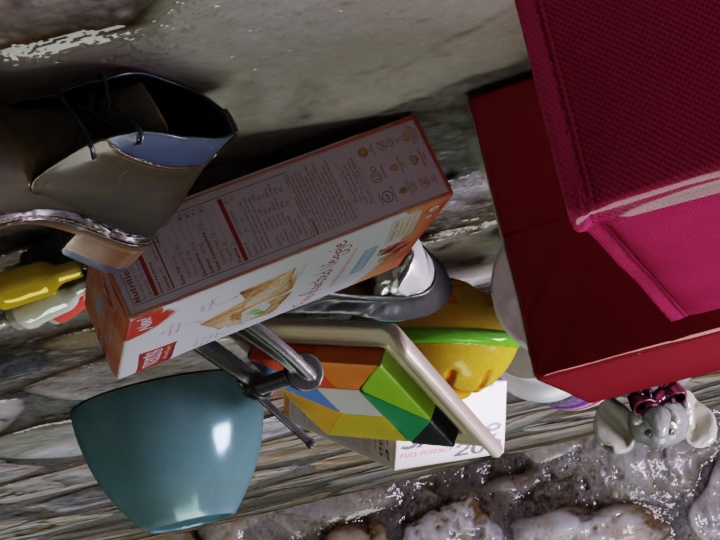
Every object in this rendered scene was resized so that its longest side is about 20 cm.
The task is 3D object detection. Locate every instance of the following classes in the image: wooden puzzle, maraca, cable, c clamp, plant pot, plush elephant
[{"bbox_3d":[-0.005,0.096,1.113,0.200,0.037,0.185,5,150,38],"label":"wooden puzzle"},{"bbox_3d":[0.038,0.059,1.167,0.199,0.107,0.137,-1,171,15],"label":"maraca"},{"bbox_3d":[-0.141,-0.007,0.844,0.200,0.050,0.097,-18,163,20],"label":"cable"},{"bbox_3d":[-0.079,0.068,1.043,0.027,0.171,0.200,-54,-176,-18],"label":"c clamp"},{"bbox_3d":[-0.187,0.195,1.424,0.200,0.135,0.200,-13,167,-3],"label":"plant pot"},{"bbox_3d":[0.361,0.154,1.719,0.164,0.155,0.200,-16,165,11],"label":"plush elephant"}]

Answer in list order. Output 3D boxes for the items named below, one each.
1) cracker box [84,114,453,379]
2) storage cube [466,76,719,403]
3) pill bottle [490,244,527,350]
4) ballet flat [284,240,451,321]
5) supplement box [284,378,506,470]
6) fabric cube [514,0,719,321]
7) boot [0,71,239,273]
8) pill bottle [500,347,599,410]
[{"bbox_3d":[-0.058,-0.011,0.809,0.200,0.058,0.134,-21,168,-18],"label":"cracker box"},{"bbox_3d":[0.184,-0.028,0.810,0.179,0.171,0.200,-16,166,15],"label":"storage cube"},{"bbox_3d":[0.206,0.013,1.116,0.112,0.113,0.200,-25,162,40],"label":"pill bottle"},{"bbox_3d":[0.000,0.000,0.981,0.200,0.068,0.068,-2,150,-37],"label":"ballet flat"},{"bbox_3d":[0.029,0.124,1.306,0.126,0.074,0.200,-4,-170,-32],"label":"supplement box"},{"bbox_3d":[0.149,-0.111,0.393,0.199,0.200,0.196,-16,167,16],"label":"fabric cube"},{"bbox_3d":[-0.142,-0.067,0.626,0.097,0.075,0.200,-41,153,15],"label":"boot"},{"bbox_3d":[0.188,0.076,1.346,0.112,0.113,0.200,-17,166,17],"label":"pill bottle"}]
